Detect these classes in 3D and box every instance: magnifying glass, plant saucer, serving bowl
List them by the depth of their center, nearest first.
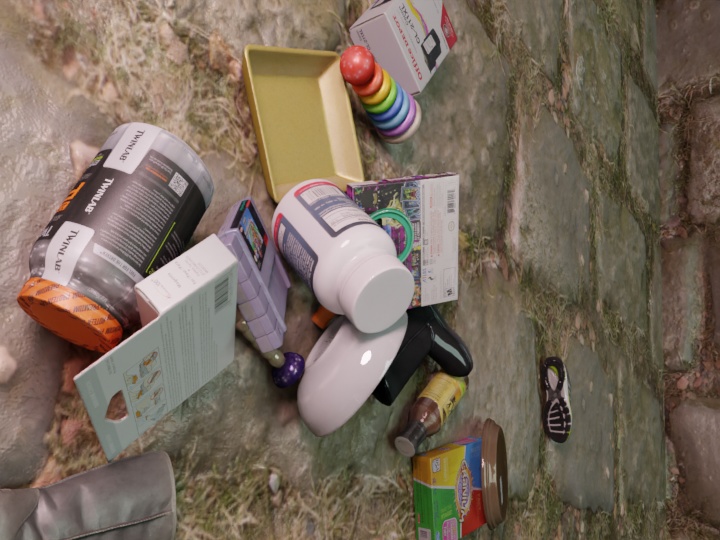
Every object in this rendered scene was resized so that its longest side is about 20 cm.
[{"bbox_3d":[-0.024,0.114,0.805,0.065,0.200,0.203,37,53,-10],"label":"serving bowl"},{"bbox_3d":[0.000,0.000,0.862,0.079,0.201,0.022,37,13,-12],"label":"magnifying glass"},{"bbox_3d":[-0.086,-0.205,0.866,0.197,0.047,0.207,-19,100,-50],"label":"plant saucer"},{"bbox_3d":[0.262,0.393,1.180,0.199,0.029,0.208,-4,90,-71],"label":"plant saucer"}]

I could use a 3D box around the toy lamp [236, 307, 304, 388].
[{"bbox_3d":[-0.144,0.069,0.752,0.201,0.057,0.059,52,49,-32],"label":"toy lamp"}]

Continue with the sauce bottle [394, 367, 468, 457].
[{"bbox_3d":[0.123,0.241,1.052,0.199,0.063,0.066,-41,116,-44],"label":"sauce bottle"}]

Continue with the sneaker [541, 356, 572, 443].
[{"bbox_3d":[0.491,0.316,1.491,0.080,0.072,0.208,11,78,-52],"label":"sneaker"}]

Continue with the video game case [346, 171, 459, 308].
[{"bbox_3d":[0.069,-0.040,0.939,0.175,0.036,0.207,-9,109,-18],"label":"video game case"}]

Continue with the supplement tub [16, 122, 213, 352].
[{"bbox_3d":[-0.237,-0.033,0.599,0.123,0.120,0.204,46,52,-36],"label":"supplement tub"}]

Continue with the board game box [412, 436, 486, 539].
[{"bbox_3d":[0.167,0.398,1.101,0.197,0.039,0.159,3,83,-51],"label":"board game box"}]

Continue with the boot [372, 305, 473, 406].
[{"bbox_3d":[0.093,0.154,1.003,0.166,0.065,0.199,51,40,1],"label":"boot"}]

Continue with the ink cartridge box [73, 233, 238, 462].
[{"bbox_3d":[-0.198,0.081,0.598,0.043,0.202,0.172,40,56,16],"label":"ink cartridge box"}]

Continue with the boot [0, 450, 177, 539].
[{"bbox_3d":[-0.269,0.274,0.571,0.198,0.071,0.189,15,75,-56],"label":"boot"}]

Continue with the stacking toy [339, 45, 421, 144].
[{"bbox_3d":[0.027,-0.282,0.953,0.199,0.083,0.088,35,58,-59],"label":"stacking toy"}]

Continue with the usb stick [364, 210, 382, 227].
[{"bbox_3d":[0.009,0.016,0.895,0.033,0.053,0.207,-93,-179,-73],"label":"usb stick"}]

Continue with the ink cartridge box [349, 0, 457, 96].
[{"bbox_3d":[0.082,-0.414,1.073,0.148,0.081,0.202,57,46,-30],"label":"ink cartridge box"}]

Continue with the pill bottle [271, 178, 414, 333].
[{"bbox_3d":[-0.022,-0.018,0.764,0.117,0.200,0.122,-20,132,-23],"label":"pill bottle"}]

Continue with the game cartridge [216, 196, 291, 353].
[{"bbox_3d":[-0.122,-0.006,0.718,0.201,0.037,0.133,-101,172,-69],"label":"game cartridge"}]
